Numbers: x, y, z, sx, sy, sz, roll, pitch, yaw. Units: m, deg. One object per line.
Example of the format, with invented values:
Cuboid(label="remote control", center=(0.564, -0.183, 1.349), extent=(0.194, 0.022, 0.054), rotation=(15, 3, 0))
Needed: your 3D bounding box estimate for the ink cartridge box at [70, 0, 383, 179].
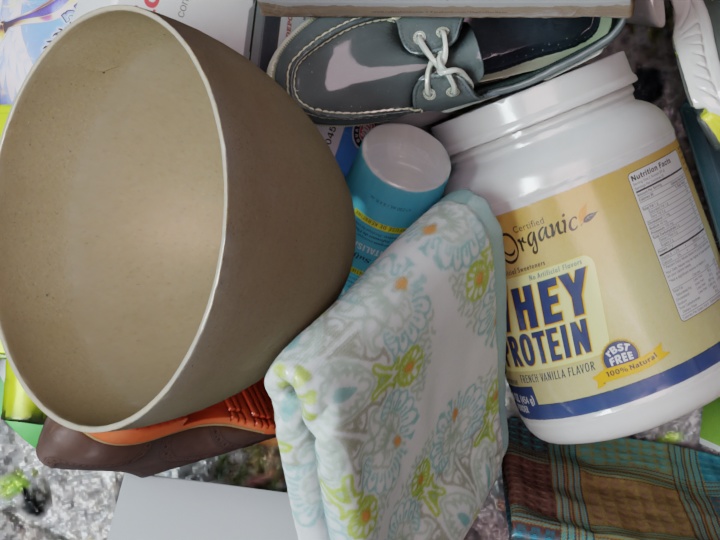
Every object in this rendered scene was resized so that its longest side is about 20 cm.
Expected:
Cuboid(label="ink cartridge box", center=(-0.058, -0.143, 0.745), extent=(0.199, 0.084, 0.146), rotation=(18, 90, -26))

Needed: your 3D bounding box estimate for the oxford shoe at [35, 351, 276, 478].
Cuboid(label="oxford shoe", center=(-0.103, 0.082, 0.754), extent=(0.073, 0.199, 0.071), rotation=(-45, 59, 31))

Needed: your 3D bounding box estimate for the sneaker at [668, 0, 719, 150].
Cuboid(label="sneaker", center=(0.228, -0.162, 0.757), extent=(0.084, 0.074, 0.201), rotation=(-14, 59, 20))

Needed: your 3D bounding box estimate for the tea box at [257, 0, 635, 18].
Cuboid(label="tea box", center=(0.041, -0.241, 0.623), extent=(0.199, 0.134, 0.198), rotation=(3, 70, 12))

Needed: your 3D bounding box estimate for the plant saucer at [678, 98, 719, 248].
Cuboid(label="plant saucer", center=(0.232, -0.057, 0.737), extent=(0.019, 0.201, 0.070), rotation=(27, 128, -23))

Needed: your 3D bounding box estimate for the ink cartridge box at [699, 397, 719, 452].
Cuboid(label="ink cartridge box", center=(0.275, 0.020, 0.753), extent=(0.075, 0.148, 0.202), rotation=(8, 91, -8))

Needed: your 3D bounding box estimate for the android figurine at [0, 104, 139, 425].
Cuboid(label="android figurine", center=(-0.214, -0.013, 0.737), extent=(0.181, 0.041, 0.202), rotation=(3, 82, 11))

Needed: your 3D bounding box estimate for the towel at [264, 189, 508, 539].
Cuboid(label="towel", center=(0.025, 0.081, 0.672), extent=(0.048, 0.171, 0.201), rotation=(13, 129, 29))

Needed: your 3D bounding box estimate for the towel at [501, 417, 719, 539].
Cuboid(label="towel", center=(0.183, 0.136, 0.757), extent=(0.199, 0.147, 0.022), rotation=(9, 108, 0))

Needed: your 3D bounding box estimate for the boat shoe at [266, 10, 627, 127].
Cuboid(label="boat shoe", center=(0.048, -0.122, 0.672), extent=(0.199, 0.062, 0.073), rotation=(-15, 105, -10))

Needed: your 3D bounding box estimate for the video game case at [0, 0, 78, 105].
Cuboid(label="video game case", center=(-0.209, -0.168, 0.797), extent=(0.200, 0.045, 0.182), rotation=(-36, 92, -1))

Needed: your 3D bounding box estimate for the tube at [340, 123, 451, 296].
Cuboid(label="tube", center=(0.000, 0.000, 0.749), extent=(0.077, 0.201, 0.051), rotation=(24, 48, 3))

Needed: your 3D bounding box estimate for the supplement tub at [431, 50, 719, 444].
Cuboid(label="supplement tub", center=(0.132, -0.014, 0.748), extent=(0.144, 0.144, 0.201), rotation=(-22, 94, -1))

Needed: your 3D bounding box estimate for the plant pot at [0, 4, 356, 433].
Cuboid(label="plant pot", center=(-0.081, -0.021, 0.642), extent=(0.199, 0.134, 0.202), rotation=(-5, 83, 44))

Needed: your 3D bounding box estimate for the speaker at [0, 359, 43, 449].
Cuboid(label="speaker", center=(-0.135, 0.022, 0.779), extent=(0.088, 0.088, 0.200), rotation=(43, 90, -1))

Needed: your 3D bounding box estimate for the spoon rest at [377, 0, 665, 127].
Cuboid(label="spoon rest", center=(0.075, -0.143, 0.739), extent=(0.199, 0.061, 0.100), rotation=(-12, 103, -11))

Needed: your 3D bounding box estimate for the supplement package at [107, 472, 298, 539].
Cuboid(label="supplement package", center=(-0.055, 0.221, 0.732), extent=(0.198, 0.156, 0.111), rotation=(8, 133, -1))
